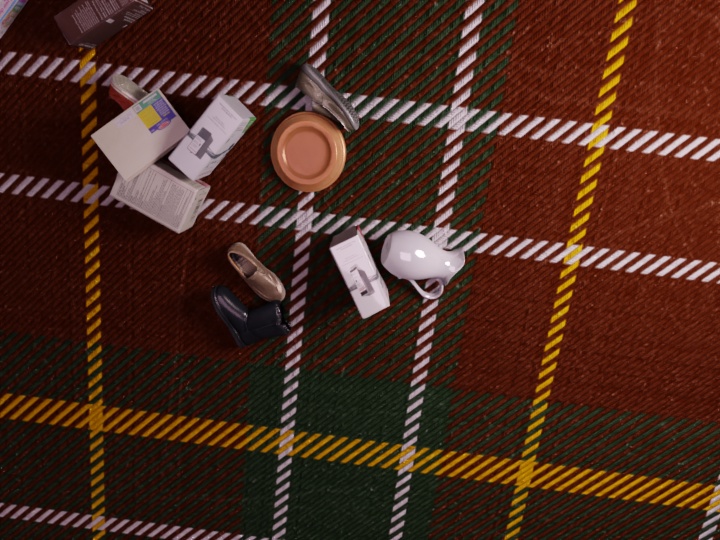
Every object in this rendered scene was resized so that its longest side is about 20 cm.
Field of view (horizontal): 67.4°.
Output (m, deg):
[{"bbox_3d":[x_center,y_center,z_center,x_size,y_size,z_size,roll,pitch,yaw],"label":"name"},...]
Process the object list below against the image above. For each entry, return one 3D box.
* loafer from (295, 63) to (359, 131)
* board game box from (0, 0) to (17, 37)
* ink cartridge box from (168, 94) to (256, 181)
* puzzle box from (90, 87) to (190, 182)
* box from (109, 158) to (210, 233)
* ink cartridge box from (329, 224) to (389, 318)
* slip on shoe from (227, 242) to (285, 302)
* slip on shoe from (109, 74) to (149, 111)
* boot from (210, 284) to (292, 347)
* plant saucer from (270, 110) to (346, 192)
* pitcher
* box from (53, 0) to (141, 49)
[{"bbox_3d":[-0.083,-0.415,1.335,0.069,0.075,0.200,-41,95,24],"label":"loafer"},{"bbox_3d":[-0.880,-0.692,1.309,0.200,0.034,0.135,-43,99,12],"label":"board game box"},{"bbox_3d":[-0.361,-0.326,1.327,0.083,0.147,0.200,43,104,-10],"label":"ink cartridge box"},{"bbox_3d":[-0.525,-0.327,1.304,0.199,0.025,0.134,-39,92,-9],"label":"puzzle box"},{"bbox_3d":[-0.509,-0.205,1.384,0.197,0.109,0.129,30,104,-5],"label":"box"},{"bbox_3d":[0.000,0.000,1.397,0.081,0.147,0.203,-24,104,7],"label":"ink cartridge box"},{"bbox_3d":[-0.283,0.012,1.457,0.075,0.061,0.201,-35,101,11],"label":"slip on shoe"},{"bbox_3d":[-0.545,-0.403,1.360,0.199,0.075,0.061,39,128,-9],"label":"slip on shoe"},{"bbox_3d":[-0.292,0.106,1.467,0.165,0.077,0.203,-19,110,16],"label":"boot"},{"bbox_3d":[-0.135,-0.301,1.380,0.195,0.038,0.205,0,105,2],"label":"plant saucer"},{"bbox_3d":[0.149,-0.010,1.413,0.196,0.122,0.174,15,121,-13],"label":"pitcher"},{"bbox_3d":[-0.608,-0.613,1.284,0.197,0.100,0.076,-26,103,9],"label":"box"}]
